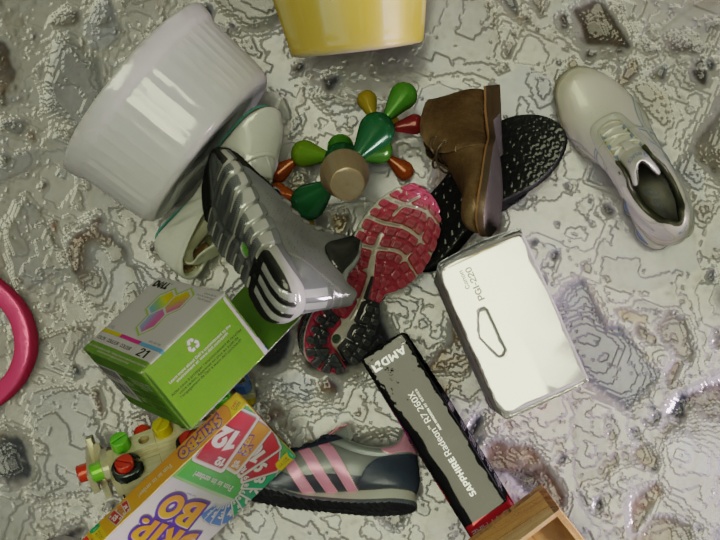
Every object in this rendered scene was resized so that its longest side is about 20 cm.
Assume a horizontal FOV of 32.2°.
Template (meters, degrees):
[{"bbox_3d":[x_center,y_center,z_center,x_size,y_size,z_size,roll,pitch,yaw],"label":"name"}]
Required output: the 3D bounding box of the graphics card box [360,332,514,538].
[{"bbox_3d":[0.074,0.153,1.167,0.051,0.125,0.201,-31,86,2],"label":"graphics card box"}]

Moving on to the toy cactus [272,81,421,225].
[{"bbox_3d":[-0.014,-0.090,1.175,0.200,0.165,0.102,-35,105,7],"label":"toy cactus"}]

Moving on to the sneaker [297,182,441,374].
[{"bbox_3d":[0.000,0.000,1.200,0.080,0.075,0.200,36,90,-22],"label":"sneaker"}]

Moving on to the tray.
[{"bbox_3d":[0.168,0.278,1.131,0.098,0.200,0.037,-37,42,1],"label":"tray"}]

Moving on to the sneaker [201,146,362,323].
[{"bbox_3d":[-0.063,-0.032,1.113,0.115,0.075,0.200,-3,48,-32],"label":"sneaker"}]

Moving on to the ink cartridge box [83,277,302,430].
[{"bbox_3d":[-0.137,0.039,1.146,0.200,0.148,0.076,-46,116,-20],"label":"ink cartridge box"}]

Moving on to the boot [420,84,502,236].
[{"bbox_3d":[0.091,-0.097,1.120,0.075,0.201,0.074,-1,128,6],"label":"boot"}]

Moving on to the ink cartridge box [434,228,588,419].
[{"bbox_3d":[0.130,0.050,1.130,0.084,0.200,0.146,-24,86,3],"label":"ink cartridge box"}]

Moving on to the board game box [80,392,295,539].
[{"bbox_3d":[-0.157,0.209,1.132,0.200,0.096,0.030,-42,43,-5],"label":"board game box"}]

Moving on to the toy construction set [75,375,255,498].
[{"bbox_3d":[-0.189,0.156,1.192,0.199,0.092,0.131,-31,41,3],"label":"toy construction set"}]

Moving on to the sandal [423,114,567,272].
[{"bbox_3d":[0.117,-0.078,1.218,0.200,0.048,0.075,-41,70,15],"label":"sandal"}]

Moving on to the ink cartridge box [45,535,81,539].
[{"bbox_3d":[-0.264,0.373,1.201,0.145,0.084,0.201,12,88,4],"label":"ink cartridge box"}]

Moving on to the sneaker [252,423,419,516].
[{"bbox_3d":[-0.040,0.189,1.213,0.199,0.070,0.082,5,66,5],"label":"sneaker"}]

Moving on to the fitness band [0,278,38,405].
[{"bbox_3d":[-0.419,0.054,1.254,0.200,0.037,0.144,38,90,4],"label":"fitness band"}]

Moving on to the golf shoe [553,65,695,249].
[{"bbox_3d":[0.256,-0.116,1.183,0.078,0.097,0.200,-35,83,4],"label":"golf shoe"}]

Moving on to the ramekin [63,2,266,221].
[{"bbox_3d":[-0.177,-0.142,1.170,0.098,0.200,0.201,39,90,-3],"label":"ramekin"}]

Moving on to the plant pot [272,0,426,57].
[{"bbox_3d":[-0.015,-0.303,1.175,0.199,0.201,0.190,-6,103,4],"label":"plant pot"}]

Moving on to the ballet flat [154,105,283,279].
[{"bbox_3d":[-0.125,-0.067,1.194,0.069,0.069,0.200,44,117,5],"label":"ballet flat"}]
